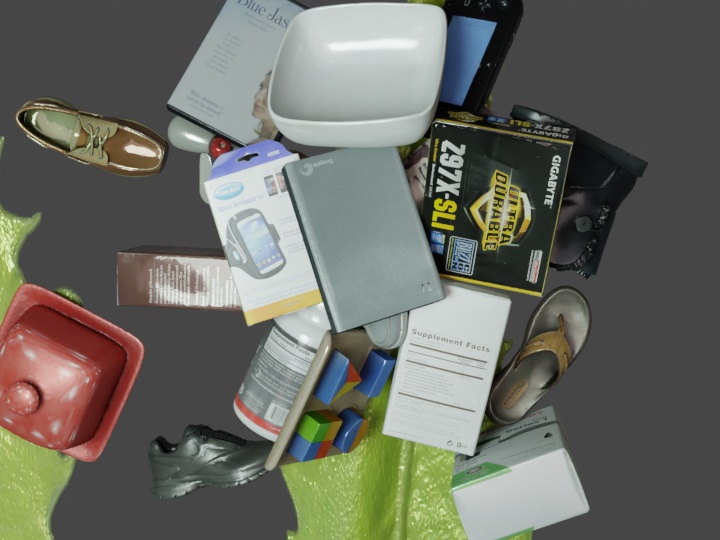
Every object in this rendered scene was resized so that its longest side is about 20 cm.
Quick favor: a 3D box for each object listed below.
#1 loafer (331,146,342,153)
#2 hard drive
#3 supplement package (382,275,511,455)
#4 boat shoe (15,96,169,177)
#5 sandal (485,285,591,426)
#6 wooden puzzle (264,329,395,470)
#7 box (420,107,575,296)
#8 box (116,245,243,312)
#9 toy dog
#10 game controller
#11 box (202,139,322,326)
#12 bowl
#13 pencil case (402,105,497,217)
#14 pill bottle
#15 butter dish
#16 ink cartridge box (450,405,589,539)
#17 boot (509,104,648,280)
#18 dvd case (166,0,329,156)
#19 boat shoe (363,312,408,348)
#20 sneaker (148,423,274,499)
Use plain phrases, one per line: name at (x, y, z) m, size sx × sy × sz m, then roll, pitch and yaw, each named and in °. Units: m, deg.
loafer at (0.003, -0.140, 1.236) m, size 0.068 × 0.076 × 0.201 m, roll 30°, pitch 101°, yaw 6°
hard drive at (0.003, -0.042, 1.141) m, size 0.139 × 0.033 × 0.202 m, roll -16°, pitch 85°, yaw -19°
supplement package at (0.108, 0.107, 1.244) m, size 0.119 × 0.121 × 0.202 m, roll 13°, pitch 101°, yaw 4°
boat shoe at (-0.348, -0.167, 1.270) m, size 0.198 × 0.074 × 0.076 m, roll 16°, pitch 102°, yaw 3°
sandal at (0.227, 0.113, 1.261) m, size 0.082 × 0.055 × 0.200 m, roll 38°, pitch 91°, yaw -2°
wooden puzzle at (-0.021, 0.161, 1.228) m, size 0.046 × 0.200 × 0.186 m, roll 30°, pitch 102°, yaw 25°
box at (0.153, -0.079, 1.153) m, size 0.158 × 0.049 × 0.201 m, roll 13°, pitch 123°, yaw 11°
box at (-0.201, 0.010, 1.270) m, size 0.198 × 0.100 × 0.076 m, roll 5°, pitch 97°, yaw 6°
toy dog at (-0.142, -0.127, 1.250) m, size 0.132 × 0.096 × 0.200 m, roll -39°, pitch 83°, yaw -13°
game controller at (0.119, -0.248, 1.186) m, size 0.104 × 0.042 × 0.201 m, roll 21°, pitch 83°, yaw 24°
box at (-0.106, -0.048, 1.173) m, size 0.118 × 0.041 × 0.202 m, roll -17°, pitch 94°, yaw -1°
bowl at (0.001, -0.217, 1.147) m, size 0.198 × 0.201 × 0.075 m, roll 2°, pitch 143°, yaw 12°
pencil case at (0.098, -0.117, 1.228) m, size 0.200 × 0.078 × 0.090 m, roll -41°, pitch 73°, yaw 11°
pill bottle at (-0.074, 0.111, 1.268) m, size 0.115 × 0.116 × 0.201 m, roll 26°, pitch 101°, yaw 1°
butter dish at (-0.414, 0.149, 1.296) m, size 0.198 × 0.148 × 0.201 m, roll 27°, pitch 101°, yaw 0°
ink cartridge box at (0.192, 0.249, 1.222) m, size 0.145 × 0.200 × 0.085 m, roll -21°, pitch 94°, yaw 9°
boot at (0.237, -0.090, 1.198) m, size 0.199 × 0.076 × 0.169 m, roll 21°, pitch 101°, yaw -24°
dvd case at (-0.129, -0.251, 1.220) m, size 0.142 × 0.018 × 0.201 m, roll 27°, pitch 76°, yaw 1°
boat shoe at (0.001, -0.001, 1.187) m, size 0.074 × 0.064 × 0.204 m, roll -11°, pitch 94°, yaw 52°
sneaker at (-0.196, 0.246, 1.330) m, size 0.198 × 0.076 × 0.092 m, roll -13°, pitch 91°, yaw 6°
